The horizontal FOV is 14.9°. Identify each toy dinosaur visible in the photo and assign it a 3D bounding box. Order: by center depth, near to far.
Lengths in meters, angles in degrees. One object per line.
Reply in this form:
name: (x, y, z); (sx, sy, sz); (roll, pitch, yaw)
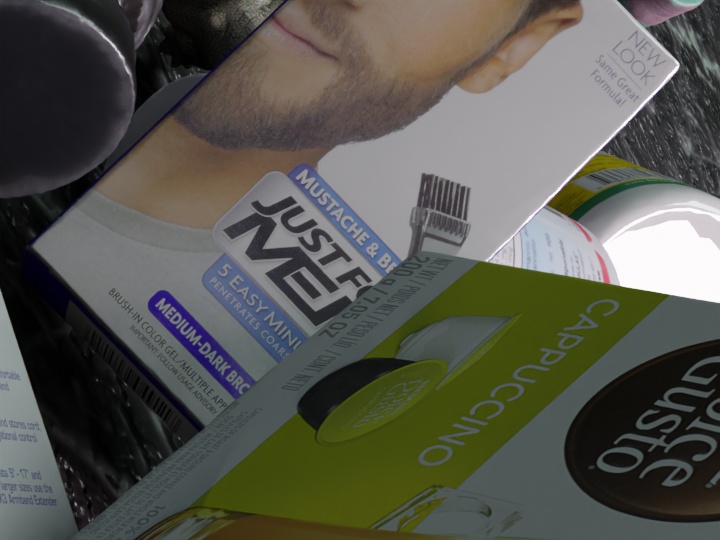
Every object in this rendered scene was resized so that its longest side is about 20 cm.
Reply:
toy dinosaur: (-0.029, -0.083, 1.074); (0.200, 0.077, 0.102); (48, 3, -11)

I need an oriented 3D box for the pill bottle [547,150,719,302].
pill bottle: (0.089, 0.002, 1.211); (0.113, 0.113, 0.200); (58, -11, -23)

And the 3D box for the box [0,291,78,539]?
box: (-0.132, 0.040, 0.759); (0.119, 0.041, 0.201); (15, 51, -67)

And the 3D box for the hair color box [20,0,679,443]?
hair color box: (-0.004, -0.033, 0.911); (0.109, 0.200, 0.065); (45, -13, 1)

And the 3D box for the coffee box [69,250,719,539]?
coffee box: (0.053, 0.139, 0.725); (0.200, 0.197, 0.201); (-40, 125, -35)

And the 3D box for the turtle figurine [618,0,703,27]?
turtle figurine: (0.068, -0.112, 1.251); (0.149, 0.200, 0.101); (11, 66, -27)

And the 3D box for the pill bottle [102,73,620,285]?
pill bottle: (0.000, 0.000, 1.033); (0.199, 0.109, 0.109); (25, 42, -42)

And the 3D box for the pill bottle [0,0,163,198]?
pill bottle: (-0.118, -0.124, 0.884); (0.112, 0.111, 0.201); (48, 26, -43)
